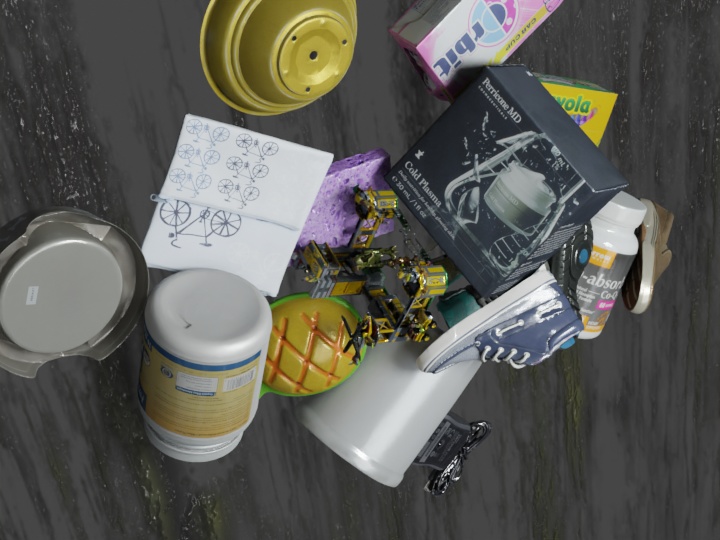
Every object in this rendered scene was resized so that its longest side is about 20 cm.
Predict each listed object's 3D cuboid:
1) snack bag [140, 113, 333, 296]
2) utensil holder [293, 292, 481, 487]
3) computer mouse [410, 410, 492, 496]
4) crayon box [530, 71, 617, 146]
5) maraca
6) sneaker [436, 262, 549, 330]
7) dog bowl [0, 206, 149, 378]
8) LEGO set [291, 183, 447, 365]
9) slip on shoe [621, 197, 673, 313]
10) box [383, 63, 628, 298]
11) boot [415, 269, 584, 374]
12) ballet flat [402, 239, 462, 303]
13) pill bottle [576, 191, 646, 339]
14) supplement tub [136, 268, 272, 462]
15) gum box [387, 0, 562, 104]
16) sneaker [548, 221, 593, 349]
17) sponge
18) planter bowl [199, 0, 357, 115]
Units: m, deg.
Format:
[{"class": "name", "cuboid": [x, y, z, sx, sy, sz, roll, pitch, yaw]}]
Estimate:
[{"class": "snack bag", "cuboid": [-0.148, -0.069, 1.576, 0.188, 0.021, 0.200, 14, 112, -26]}, {"class": "utensil holder", "cuboid": [0.039, 0.154, 1.787, 0.200, 0.170, 0.170, -53, 134, 2]}, {"class": "computer mouse", "cuboid": [0.103, 0.245, 1.978, 0.139, 0.053, 0.200, -52, 146, 0]}, {"class": "crayon box", "cuboid": [0.222, -0.169, 1.789, 0.200, 0.058, 0.173, 2, 116, -37]}, {"class": "maraca", "cuboid": [-0.090, 0.098, 1.704, 0.200, 0.107, 0.137, -17, 107, 1]}, {"class": "sneaker", "cuboid": [0.165, 0.038, 1.822, 0.121, 0.084, 0.200, -24, 163, -27]}, {"class": "dog bowl", "cuboid": [-0.335, 0.019, 1.503, 0.200, 0.059, 0.200, -18, 126, -27]}, {"class": "LEGO set", "cuboid": [0.000, 0.000, 1.616, 0.116, 0.200, 0.154, -4, 145, -34]}, {"class": "slip on shoe", "cuboid": [0.411, -0.018, 1.939, 0.061, 0.200, 0.076, 18, 135, -7]}, {"class": "box", "cuboid": [0.173, -0.108, 1.641, 0.197, 0.200, 0.124, -46, 165, 26]}, {"class": "boot", "cuboid": [0.171, 0.088, 1.666, 0.200, 0.090, 0.073, -34, 167, 2]}, {"class": "ballet flat", "cuboid": [0.138, -0.028, 1.821, 0.200, 0.071, 0.071, -30, 131, -20]}, {"class": "pill bottle", "cuboid": [0.318, -0.015, 1.918, 0.116, 0.116, 0.200, 4, 115, -38]}, {"class": "supplement tub", "cuboid": [-0.185, 0.113, 1.599, 0.145, 0.145, 0.200, -14, 137, -29]}, {"class": "gum box", "cuboid": [0.137, -0.303, 1.635, 0.200, 0.066, 0.114, -46, 133, -2]}, {"class": "sneaker", "cuboid": [0.258, 0.003, 1.848, 0.073, 0.082, 0.200, 0, 102, -46]}, {"class": "sponge", "cuboid": [-0.049, -0.071, 1.674, 0.200, 0.030, 0.112, -20, 128, -25]}, {"class": "planter bowl", "cuboid": [-0.069, -0.249, 1.508, 0.200, 0.083, 0.201, -18, 126, -26]}]
